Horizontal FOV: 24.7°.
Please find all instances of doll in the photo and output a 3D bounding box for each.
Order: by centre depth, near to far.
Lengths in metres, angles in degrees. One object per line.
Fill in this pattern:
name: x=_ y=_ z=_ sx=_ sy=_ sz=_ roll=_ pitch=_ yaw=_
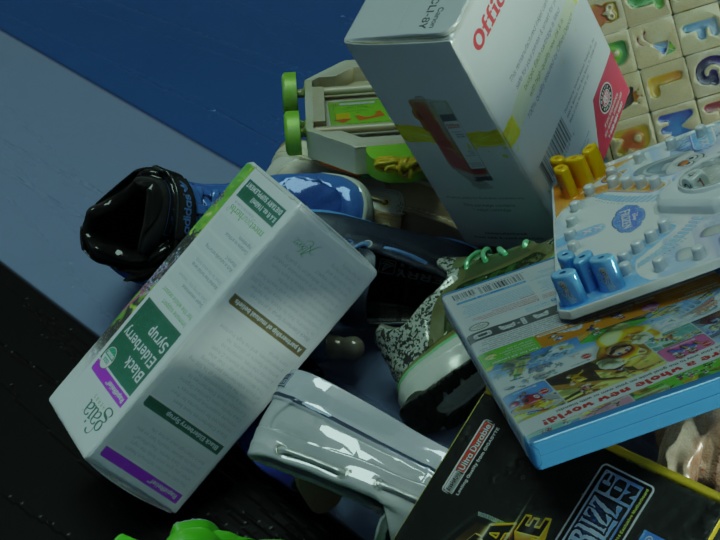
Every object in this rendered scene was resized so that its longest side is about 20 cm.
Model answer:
doll: x=-0.053 y=0.079 z=1.058 sx=0.136 sy=0.049 sz=0.200 roll=-33 pitch=36 yaw=-18

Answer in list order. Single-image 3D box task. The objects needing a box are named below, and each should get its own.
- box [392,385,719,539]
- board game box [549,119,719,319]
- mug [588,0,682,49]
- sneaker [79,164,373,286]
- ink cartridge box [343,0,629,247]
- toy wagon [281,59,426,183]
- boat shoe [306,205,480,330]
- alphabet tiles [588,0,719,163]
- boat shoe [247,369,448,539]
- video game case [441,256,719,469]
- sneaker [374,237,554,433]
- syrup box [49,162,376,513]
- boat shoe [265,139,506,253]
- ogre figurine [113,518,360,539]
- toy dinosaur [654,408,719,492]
box: x=0.079 y=0.176 z=0.821 sx=0.160 sy=0.049 sz=0.200 roll=24 pitch=77 yaw=40
board game box: x=0.201 y=-0.056 z=0.934 sx=0.200 sy=0.026 sz=0.200 roll=-21 pitch=20 yaw=14
mug: x=0.173 y=-0.172 z=1.296 sx=0.153 sy=0.187 sz=0.150 roll=-15 pitch=79 yaw=7
sneaker: x=-0.098 y=-0.032 z=1.134 sx=0.200 sy=0.111 sz=0.077 roll=-7 pitch=77 yaw=22
ink cartridge box: x=0.088 y=-0.131 z=1.064 sx=0.083 sy=0.200 sz=0.145 roll=3 pitch=54 yaw=34
toy wagon: x=0.022 y=-0.106 z=1.183 sx=0.155 sy=0.040 sz=0.200 roll=-4 pitch=31 yaw=-1
boat shoe: x=0.000 y=0.000 z=1.094 sx=0.200 sy=0.084 sz=0.069 roll=-1 pitch=24 yaw=-5
alphabet tiles: x=0.199 y=-0.160 z=1.191 sx=0.200 sy=0.006 sz=0.167 roll=-15 pitch=73 yaw=15
boat shoe: x=0.030 y=0.132 z=0.933 sx=0.200 sy=0.074 sz=0.065 roll=28 pitch=75 yaw=11
video game case: x=0.132 y=0.032 z=0.871 sx=0.143 sy=0.018 sz=0.200 roll=-18 pitch=22 yaw=-3
sneaker: x=0.085 y=0.008 z=1.035 sx=0.200 sy=0.077 sz=0.089 roll=-40 pitch=58 yaw=2
syrup box: x=-0.092 y=0.042 z=1.011 sx=0.200 sy=0.081 sz=0.079 roll=-49 pitch=35 yaw=0
boat shoe: x=0.010 y=-0.034 z=1.185 sx=0.200 sy=0.074 sz=0.069 roll=18 pitch=58 yaw=30
ogre figurine: x=-0.080 y=0.193 z=0.874 sx=0.120 sy=0.098 sz=0.200 roll=20 pitch=54 yaw=20
toy dinosaur: x=0.204 y=0.108 z=0.928 sx=0.200 sy=0.136 sz=0.086 roll=-1 pitch=-6 yaw=-39
